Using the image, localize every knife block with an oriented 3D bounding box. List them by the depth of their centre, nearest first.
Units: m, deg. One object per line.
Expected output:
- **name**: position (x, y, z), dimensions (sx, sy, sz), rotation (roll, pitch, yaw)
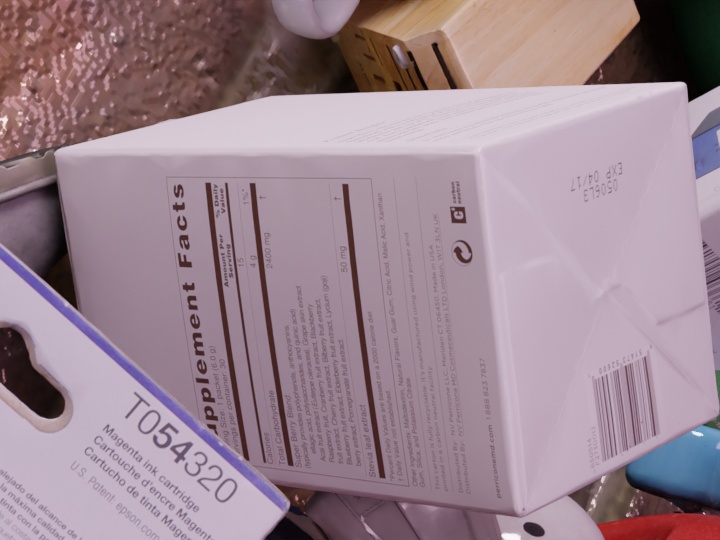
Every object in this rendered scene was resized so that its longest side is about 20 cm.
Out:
- **knife block**: position (0.080, -0.118, 0.955), dimensions (0.175, 0.200, 0.064), rotation (-30, 106, -7)

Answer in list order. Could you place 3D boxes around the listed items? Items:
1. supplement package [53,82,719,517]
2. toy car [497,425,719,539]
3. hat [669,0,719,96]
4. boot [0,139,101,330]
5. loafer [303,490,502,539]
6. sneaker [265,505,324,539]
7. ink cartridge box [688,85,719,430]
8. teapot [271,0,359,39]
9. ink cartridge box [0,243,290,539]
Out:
- **supplement package**: position (0.007, 0.004, 0.782), dimensions (0.121, 0.199, 0.121), rotation (-19, 106, -46)
- **toy car**: position (0.092, 0.144, 0.950), dimensions (0.199, 0.177, 0.186), rotation (18, 85, -24)
- **hat**: position (0.186, -0.063, 1.093), dimensions (0.199, 0.166, 0.177), rotation (26, 104, 3)
- **boot**: position (-0.133, 0.068, 0.819), dimensions (0.181, 0.072, 0.202), rotation (-25, 95, -25)
- **loafer**: position (0.031, 0.154, 0.861), dimensions (0.069, 0.070, 0.201), rotation (-27, 112, -17)
- **sneaker**: position (-0.010, 0.183, 0.910), dimensions (0.085, 0.077, 0.201), rotation (-41, 111, -30)
- **ink cartridge box**: position (0.215, -0.020, 1.028), dimensions (0.145, 0.199, 0.088), rotation (42, 38, -28)
- **teapot**: position (0.028, -0.199, 0.932), dimensions (0.198, 0.198, 0.147), rotation (-11, 131, -17)
- **ink cartridge box**: position (-0.157, 0.082, 0.668), dimensions (0.196, 0.043, 0.200), rotation (42, 82, -5)
